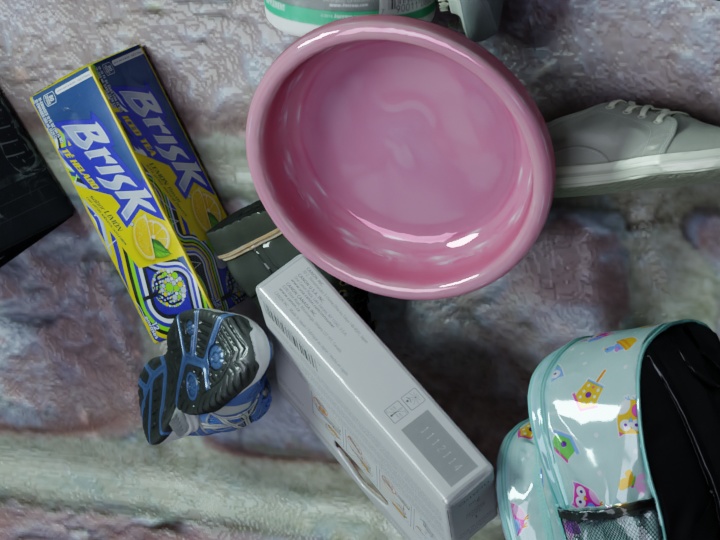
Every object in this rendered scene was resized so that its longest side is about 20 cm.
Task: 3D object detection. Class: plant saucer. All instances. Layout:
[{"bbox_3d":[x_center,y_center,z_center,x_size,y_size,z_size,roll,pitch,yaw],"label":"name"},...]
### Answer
[{"bbox_3d":[0.029,-0.077,1.577,0.200,0.051,0.201,10,125,15],"label":"plant saucer"}]

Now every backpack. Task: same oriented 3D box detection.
[{"bbox_3d":[0.177,0.133,1.592,0.153,0.176,0.200,-4,96,33],"label":"backpack"}]

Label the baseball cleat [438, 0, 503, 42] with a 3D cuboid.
[{"bbox_3d":[0.100,-0.233,1.562,0.106,0.070,0.200,0,126,6],"label":"baseball cleat"}]

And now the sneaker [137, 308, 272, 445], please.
[{"bbox_3d":[-0.097,0.071,1.755,0.200,0.077,0.076,146,118,-65],"label":"sneaker"}]

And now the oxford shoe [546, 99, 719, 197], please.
[{"bbox_3d":[0.181,-0.081,1.576,0.200,0.075,0.058,-3,83,31],"label":"oxford shoe"}]

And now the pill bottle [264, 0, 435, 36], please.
[{"bbox_3d":[-0.006,-0.255,1.590,0.113,0.113,0.200,12,113,27],"label":"pill bottle"}]

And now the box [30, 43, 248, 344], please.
[{"bbox_3d":[-0.152,-0.055,1.781,0.064,0.070,0.200,-24,95,34],"label":"box"}]

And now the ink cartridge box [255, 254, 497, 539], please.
[{"bbox_3d":[0.013,0.104,1.669,0.200,0.045,0.176,48,166,21],"label":"ink cartridge box"}]

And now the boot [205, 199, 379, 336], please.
[{"bbox_3d":[0.000,0.000,1.718,0.200,0.077,0.138,-17,104,46],"label":"boot"}]

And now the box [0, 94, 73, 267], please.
[{"bbox_3d":[-0.349,-0.070,1.814,0.124,0.200,0.197,-33,90,34],"label":"box"}]
